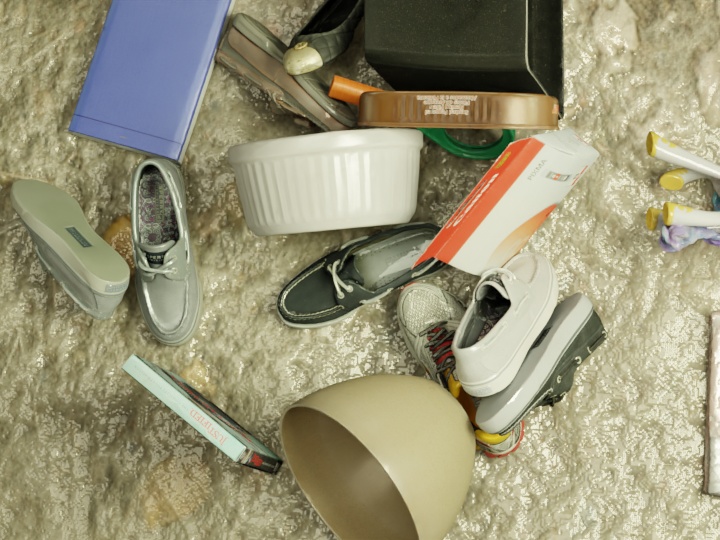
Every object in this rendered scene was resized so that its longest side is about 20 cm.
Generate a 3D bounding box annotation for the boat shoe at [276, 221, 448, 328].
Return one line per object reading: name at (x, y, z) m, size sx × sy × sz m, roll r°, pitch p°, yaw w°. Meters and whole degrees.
boat shoe at (0.000, 0.000, 1.568) m, size 0.200 × 0.060 × 0.076 m, roll -27°, pitch 77°, yaw 2°

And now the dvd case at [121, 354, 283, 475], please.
dvd case at (-0.153, 0.146, 1.492) m, size 0.146 × 0.200 × 0.022 m, roll 38°, pitch 87°, yaw 13°

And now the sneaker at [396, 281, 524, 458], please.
sneaker at (0.104, 0.095, 1.526) m, size 0.078 × 0.082 × 0.200 m, roll -34°, pitch 77°, yaw 1°

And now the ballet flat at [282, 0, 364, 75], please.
ballet flat at (-0.029, -0.274, 1.584) m, size 0.066 × 0.057 × 0.200 m, roll 9°, pitch 48°, yaw 32°

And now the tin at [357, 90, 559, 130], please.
tin at (0.095, -0.157, 1.471) m, size 0.200 × 0.112 × 0.042 m, roll 3°, pitch 92°, yaw 15°

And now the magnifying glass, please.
magnifying glass at (0.065, -0.164, 1.563) m, size 0.200 × 0.080 × 0.022 m, roll 15°, pitch 56°, yaw -8°

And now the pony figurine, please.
pony figurine at (0.388, -0.057, 1.479) m, size 0.200 × 0.167 × 0.193 m, roll 4°, pitch 47°, yaw -6°

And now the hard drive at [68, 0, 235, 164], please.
hard drive at (-0.230, -0.230, 1.660) m, size 0.132 × 0.025 × 0.200 m, roll 16°, pitch 83°, yaw 11°

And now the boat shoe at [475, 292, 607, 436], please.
boat shoe at (0.186, 0.100, 1.483) m, size 0.057 × 0.069 × 0.200 m, roll 50°, pitch 54°, yaw -10°

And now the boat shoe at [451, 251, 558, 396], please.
boat shoe at (0.138, 0.036, 1.491) m, size 0.072 × 0.069 × 0.200 m, roll 0°, pitch 39°, yaw 36°

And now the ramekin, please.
ramekin at (-0.032, -0.087, 1.526) m, size 0.202 × 0.202 × 0.094 m, roll -5°, pitch 92°, yaw 7°

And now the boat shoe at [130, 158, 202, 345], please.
boat shoe at (-0.213, -0.020, 1.585) m, size 0.070 × 0.072 × 0.201 m, roll -7°, pitch 85°, yaw 7°

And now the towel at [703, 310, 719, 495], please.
towel at (0.446, 0.139, 1.496) m, size 0.200 × 0.032 × 0.191 m, roll 4°, pitch 80°, yaw 8°

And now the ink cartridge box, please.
ink cartridge box at (0.145, -0.061, 1.463) m, size 0.050 × 0.200 × 0.162 m, roll 42°, pitch 113°, yaw 10°

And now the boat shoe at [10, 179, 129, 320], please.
boat shoe at (-0.320, -0.021, 1.607) m, size 0.201 × 0.070 × 0.072 m, roll 44°, pitch 126°, yaw 32°

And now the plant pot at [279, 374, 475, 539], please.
plant pot at (0.036, 0.180, 1.480) m, size 0.134 × 0.200 × 0.200 m, roll -35°, pitch 75°, yaw -28°

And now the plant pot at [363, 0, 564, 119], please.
plant pot at (0.106, -0.269, 1.545) m, size 0.177 × 0.200 × 0.200 m, roll -2°, pitch 80°, yaw 18°

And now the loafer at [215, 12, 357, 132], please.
loafer at (-0.081, -0.197, 1.609) m, size 0.063 × 0.072 × 0.200 m, roll -51°, pitch 61°, yaw 15°
